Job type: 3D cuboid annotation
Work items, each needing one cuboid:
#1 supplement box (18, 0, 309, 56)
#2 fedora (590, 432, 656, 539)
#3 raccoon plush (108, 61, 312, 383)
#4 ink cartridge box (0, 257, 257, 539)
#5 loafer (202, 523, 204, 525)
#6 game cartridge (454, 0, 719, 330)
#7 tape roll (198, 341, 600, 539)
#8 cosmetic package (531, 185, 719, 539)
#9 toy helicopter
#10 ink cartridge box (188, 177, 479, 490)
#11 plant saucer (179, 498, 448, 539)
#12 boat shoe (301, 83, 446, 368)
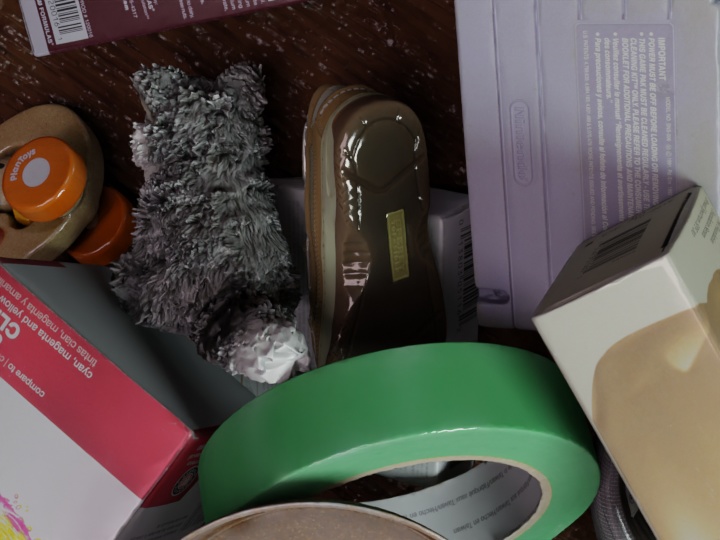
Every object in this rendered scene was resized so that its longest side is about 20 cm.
[{"bbox_3d":[-0.068,-0.165,0.833,0.198,0.109,0.061,-7,105,21],"label":"supplement box"},{"bbox_3d":[0.215,0.114,0.835,0.200,0.090,0.177,40,116,4],"label":"fedora"},{"bbox_3d":[-0.059,-0.034,0.827,0.199,0.096,0.135,21,111,54],"label":"raccoon plush"},{"bbox_3d":[-0.171,0.116,0.863,0.144,0.145,0.201,38,98,12],"label":"ink cartridge box"},{"bbox_3d":[-0.142,0.082,0.961,0.200,0.073,0.072,41,124,3],"label":"loafer"},{"bbox_3d":[0.113,-0.065,0.771,0.128,0.038,0.202,2,114,17],"label":"game cartridge"},{"bbox_3d":[0.019,0.107,0.809,0.200,0.200,0.049,-30,54,26],"label":"tape roll"},{"bbox_3d":[0.164,0.075,0.730,0.071,0.105,0.201,-27,100,27],"label":"cosmetic package"},{"bbox_3d":[-0.237,-0.023,0.939,0.200,0.079,0.132,-41,58,1],"label":"toy helicopter"},{"bbox_3d":[-0.025,0.024,0.929,0.199,0.047,0.162,13,113,33],"label":"ink cartridge box"},{"bbox_3d":[-0.018,0.184,0.766,0.198,0.035,0.202,1,118,2],"label":"plant saucer"},{"bbox_3d":[0.000,0.000,0.841,0.076,0.071,0.202,32,126,54],"label":"boat shoe"}]
